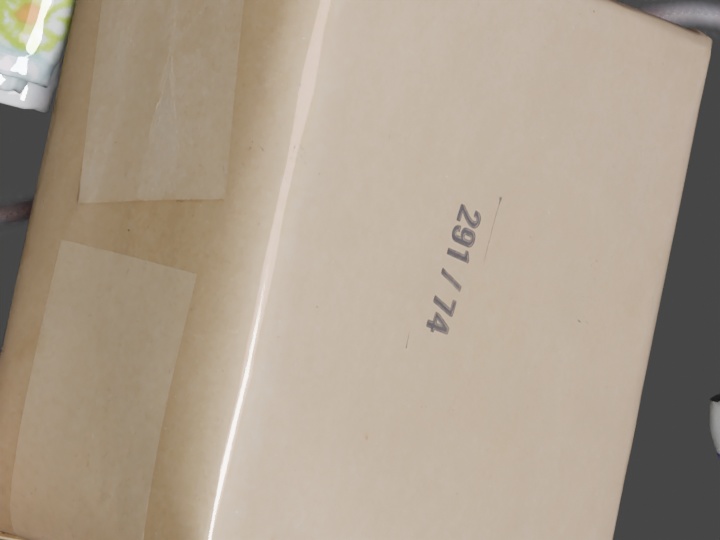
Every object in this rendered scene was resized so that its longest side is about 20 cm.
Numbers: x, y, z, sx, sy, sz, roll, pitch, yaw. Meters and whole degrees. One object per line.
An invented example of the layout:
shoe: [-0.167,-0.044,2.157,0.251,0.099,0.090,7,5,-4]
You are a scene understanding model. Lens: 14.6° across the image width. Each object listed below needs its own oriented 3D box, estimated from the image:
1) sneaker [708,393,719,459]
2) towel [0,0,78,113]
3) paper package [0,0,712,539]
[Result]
sneaker: [0.207,0.106,0.898,0.199,0.081,0.147,1,87,-20]
towel: [-0.147,-0.159,0.821,0.171,0.048,0.201,14,93,0]
paper package: [0.000,0.000,0.827,0.190,0.103,0.201,16,85,-48]
